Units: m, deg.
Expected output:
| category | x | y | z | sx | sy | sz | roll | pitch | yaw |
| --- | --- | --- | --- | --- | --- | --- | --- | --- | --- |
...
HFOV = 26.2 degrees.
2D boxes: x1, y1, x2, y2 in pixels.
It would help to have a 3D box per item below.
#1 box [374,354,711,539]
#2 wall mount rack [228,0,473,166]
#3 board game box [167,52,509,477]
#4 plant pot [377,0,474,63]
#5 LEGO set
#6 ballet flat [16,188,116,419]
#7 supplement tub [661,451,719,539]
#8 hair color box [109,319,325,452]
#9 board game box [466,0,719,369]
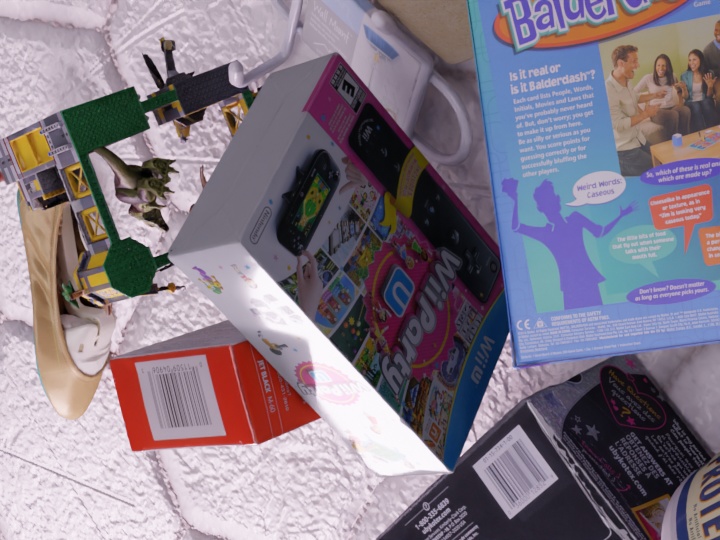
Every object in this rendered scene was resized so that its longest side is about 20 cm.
| category | x | y | z | sx | sy | sz | roll | pitch | yaw |
| --- | --- | --- | --- | --- | --- | --- | --- | --- | --- |
| box | 0.109 | 0.162 | 0.921 | 0.132 | 0.115 | 0.200 | 54 | 129 | 15 |
| wall mount rack | -0.016 | -0.141 | 0.934 | 0.200 | 0.074 | 0.174 | 45 | 149 | 21 |
| board game box | 0.000 | 0.000 | 0.883 | 0.064 | 0.148 | 0.200 | -10 | 132 | 41 |
| plant pot | 0.040 | -0.221 | 0.830 | 0.187 | 0.187 | 0.200 | -19 | 107 | 43 |
| LEGO set | -0.147 | -0.057 | 1.025 | 0.116 | 0.200 | 0.154 | -13 | 109 | 50 |
| ballet flat | -0.222 | 0.021 | 1.195 | 0.063 | 0.069 | 0.201 | -2 | 104 | 27 |
| supplement tub | 0.260 | 0.115 | 0.755 | 0.145 | 0.145 | 0.200 | 53 | 130 | 15 |
| hair color box | -0.041 | 0.055 | 0.956 | 0.111 | 0.200 | 0.064 | -9 | 97 | 42 |
| board game box | 0.136 | -0.062 | 0.736 | 0.152 | 0.045 | 0.201 | -8 | 87 | 23 |
